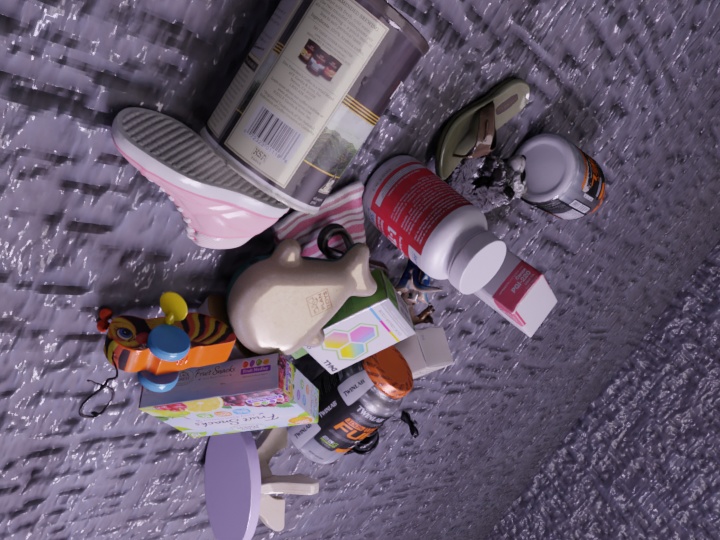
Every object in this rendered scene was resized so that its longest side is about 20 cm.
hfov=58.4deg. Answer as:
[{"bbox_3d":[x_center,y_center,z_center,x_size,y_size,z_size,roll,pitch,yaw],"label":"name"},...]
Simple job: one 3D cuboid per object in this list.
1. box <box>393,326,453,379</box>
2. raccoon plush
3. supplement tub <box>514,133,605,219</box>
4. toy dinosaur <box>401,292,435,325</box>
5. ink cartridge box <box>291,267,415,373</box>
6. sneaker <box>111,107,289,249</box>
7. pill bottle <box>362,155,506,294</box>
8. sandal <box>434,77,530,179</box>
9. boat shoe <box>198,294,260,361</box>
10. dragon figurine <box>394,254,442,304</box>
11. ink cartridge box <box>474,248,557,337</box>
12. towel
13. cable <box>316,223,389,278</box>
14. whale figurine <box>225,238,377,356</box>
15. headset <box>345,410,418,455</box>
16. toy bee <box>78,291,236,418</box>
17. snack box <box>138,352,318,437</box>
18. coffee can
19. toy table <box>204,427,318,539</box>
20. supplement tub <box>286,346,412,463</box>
[{"bbox_3d":[0.057,0.162,1.110,0.081,0.069,0.199,-1,158,-45],"label":"box"},{"bbox_3d":[0.183,-0.125,1.054,0.198,0.098,0.133,-26,171,25],"label":"raccoon plush"},{"bbox_3d":[0.357,-0.159,1.144,0.199,0.122,0.124,9,119,-52],"label":"supplement tub"},{"bbox_3d":[0.049,0.078,1.091,0.134,0.086,0.201,-29,157,-12],"label":"toy dinosaur"},{"bbox_3d":[-0.031,0.086,0.925,0.198,0.060,0.104,-26,138,12],"label":"ink cartridge box"},{"bbox_3d":[-0.177,-0.080,0.664,0.199,0.076,0.104,24,132,-40],"label":"sneaker"},{"bbox_3d":[0.100,-0.062,0.883,0.111,0.200,0.113,-28,143,-24],"label":"pill bottle"},{"bbox_3d":[0.185,-0.211,0.953,0.200,0.057,0.080,-42,147,-8],"label":"sandal"},{"bbox_3d":[-0.172,0.111,0.881,0.068,0.072,0.201,-20,135,12],"label":"boat shoe"},{"bbox_3d":[0.089,-0.006,0.967,0.200,0.058,0.101,124,-14,-84],"label":"dragon figurine"},{"bbox_3d":[0.222,0.006,1.094,0.085,0.199,0.145,-51,147,0],"label":"ink cartridge box"},{"bbox_3d":[-0.049,-0.022,0.915,0.145,0.030,0.202,-32,144,-23],"label":"towel"},{"bbox_3d":[0.000,0.000,0.922,0.096,0.050,0.201,-33,146,-12],"label":"cable"},{"bbox_3d":[-0.079,0.024,0.836,0.197,0.104,0.161,-24,120,-15],"label":"whale figurine"},{"bbox_3d":[0.017,0.325,1.297,0.197,0.094,0.125,-12,136,-25],"label":"headset"},{"bbox_3d":[-0.242,0.076,0.733,0.132,0.109,0.199,-52,158,11],"label":"toy bee"},{"bbox_3d":[-0.171,0.172,0.864,0.196,0.054,0.143,-10,150,14],"label":"snack box"},{"bbox_3d":[-0.047,-0.181,0.642,0.201,0.146,0.146,-54,146,13],"label":"coffee can"},{"bbox_3d":[-0.167,0.332,1.035,0.116,0.182,0.204,1,103,-47],"label":"toy table"},{"bbox_3d":[-0.017,0.205,1.024,0.200,0.124,0.122,-44,150,25],"label":"supplement tub"}]
